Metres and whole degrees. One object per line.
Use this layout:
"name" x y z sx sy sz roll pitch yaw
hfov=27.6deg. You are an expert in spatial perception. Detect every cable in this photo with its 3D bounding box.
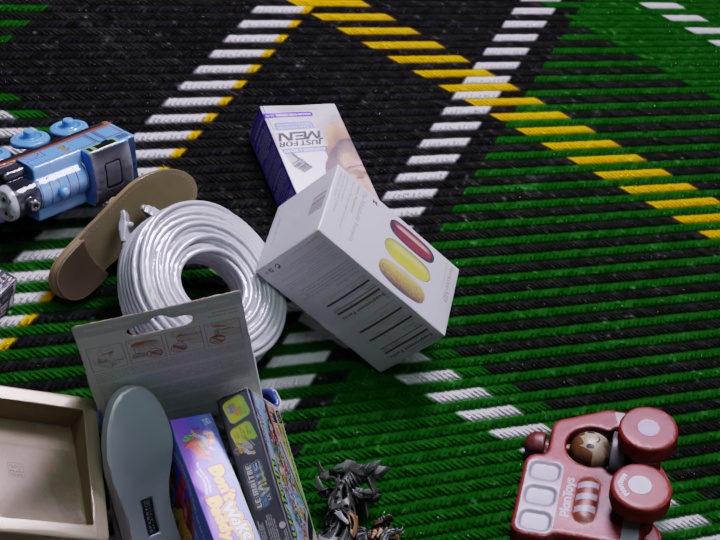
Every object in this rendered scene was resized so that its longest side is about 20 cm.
"cable" -0.172 0.021 1.611 0.199 0.069 0.201 17 56 -29

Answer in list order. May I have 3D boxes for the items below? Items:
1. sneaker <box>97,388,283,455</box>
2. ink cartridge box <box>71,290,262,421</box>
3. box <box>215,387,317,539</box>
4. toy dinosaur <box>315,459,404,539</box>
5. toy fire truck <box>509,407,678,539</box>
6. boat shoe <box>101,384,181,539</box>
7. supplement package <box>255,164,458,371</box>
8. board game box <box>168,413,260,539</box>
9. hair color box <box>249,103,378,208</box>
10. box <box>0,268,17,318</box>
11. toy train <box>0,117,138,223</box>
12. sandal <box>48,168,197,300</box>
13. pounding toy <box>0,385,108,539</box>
"sneaker" -0.177 0.139 1.525 0.199 0.088 0.076 5 50 -17
"ink cartridge box" -0.183 0.079 1.401 0.159 0.201 0.047 -12 54 -6
"box" -0.082 0.221 1.417 0.035 0.110 0.201 -21 71 7
"toy dinosaur" -0.015 0.268 1.480 0.199 0.102 0.137 21 60 -20
"toy fire truck" 0.258 0.231 1.622 0.167 0.113 0.201 9 44 10
"boat shoe" -0.216 0.208 1.400 0.071 0.070 0.201 -15 98 -34
"supplement package" 0.000 0.000 1.655 0.200 0.109 0.114 39 41 -23
"board game box" -0.145 0.259 1.400 0.045 0.135 0.201 -8 54 -27
"hair color box" -0.054 -0.116 1.820 0.109 0.065 0.201 -6 55 -27
"box" -0.478 0.041 1.513 0.157 0.050 0.200 30 46 5
"toy train" -0.350 -0.110 1.656 0.199 0.087 0.114 -27 36 -38
"sandal" -0.284 -0.049 1.665 0.069 0.078 0.212 10 46 47
"pounding toy" -0.349 0.228 1.363 0.183 0.142 0.201 12 47 -30
